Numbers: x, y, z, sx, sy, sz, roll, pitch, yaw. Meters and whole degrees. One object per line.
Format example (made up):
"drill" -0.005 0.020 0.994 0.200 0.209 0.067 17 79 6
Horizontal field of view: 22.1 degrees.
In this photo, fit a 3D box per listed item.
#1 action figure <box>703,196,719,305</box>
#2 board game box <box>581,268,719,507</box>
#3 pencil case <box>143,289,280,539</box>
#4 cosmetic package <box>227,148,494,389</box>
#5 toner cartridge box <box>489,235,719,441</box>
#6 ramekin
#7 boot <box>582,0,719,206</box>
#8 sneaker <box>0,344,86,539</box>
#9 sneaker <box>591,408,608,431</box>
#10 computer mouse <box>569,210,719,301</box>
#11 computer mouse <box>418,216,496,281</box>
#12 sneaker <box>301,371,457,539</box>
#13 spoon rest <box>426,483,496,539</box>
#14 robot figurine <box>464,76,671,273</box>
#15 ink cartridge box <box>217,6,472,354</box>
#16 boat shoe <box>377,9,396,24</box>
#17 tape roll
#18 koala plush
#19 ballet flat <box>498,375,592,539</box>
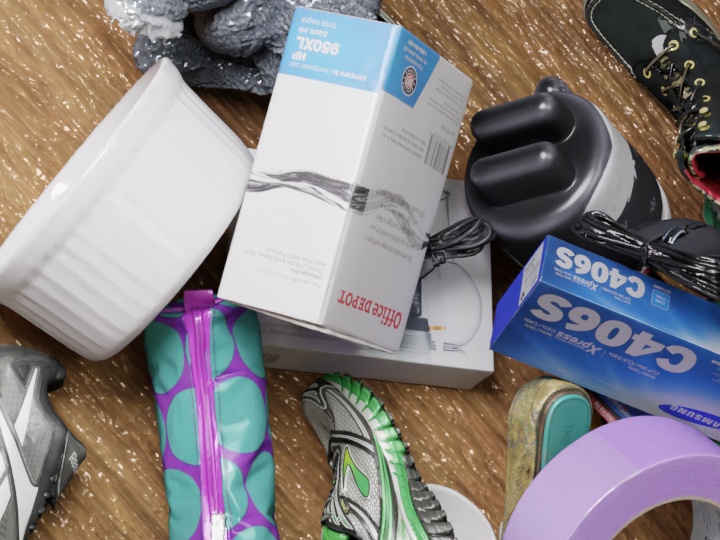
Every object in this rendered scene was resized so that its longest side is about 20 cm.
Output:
"action figure" 0.316 -0.019 1.465 0.117 0.055 0.201 17 37 -13
"board game box" 0.246 0.104 1.358 0.200 0.019 0.103 44 92 -10
"pencil case" -0.098 0.117 1.246 0.084 0.092 0.203 -8 84 0
"cosmetic package" 0.000 0.000 1.368 0.198 0.052 0.153 7 67 -20
"toner cartridge box" 0.199 0.052 1.287 0.198 0.095 0.043 21 54 -7
"ramekin" -0.159 -0.035 1.237 0.098 0.200 0.201 40 62 -13
"boot" 0.261 -0.144 1.474 0.203 0.074 0.154 37 31 -10
"sneaker" -0.225 0.140 1.218 0.089 0.066 0.202 4 69 -18
"sneaker" 0.225 0.100 1.400 0.199 0.090 0.076 -23 81 -27
"computer mouse" 0.248 -0.006 1.294 0.199 0.140 0.046 17 99 -54
"computer mouse" 0.009 -0.081 1.339 0.109 0.044 0.201 -28 75 8
"sneaker" 0.000 0.153 1.273 0.084 0.078 0.201 -23 50 -8
"spoon rest" 0.029 0.239 1.289 0.099 0.061 0.201 36 64 -4
"robot figurine" 0.153 -0.054 1.376 0.151 0.124 0.200 -56 139 -4
"ink cartridge box" -0.008 -0.057 1.236 0.083 0.144 0.202 14 86 24
"boat shoe" -0.044 -0.216 1.416 0.199 0.064 0.071 35 63 -6
"tape roll" 0.196 0.207 1.295 0.198 0.066 0.202 -11 116 -23
"koala plush" -0.098 -0.220 1.269 0.200 0.182 0.179 24 84 -58
"ballet flat" 0.129 0.174 1.342 0.070 0.071 0.203 2 100 -21
